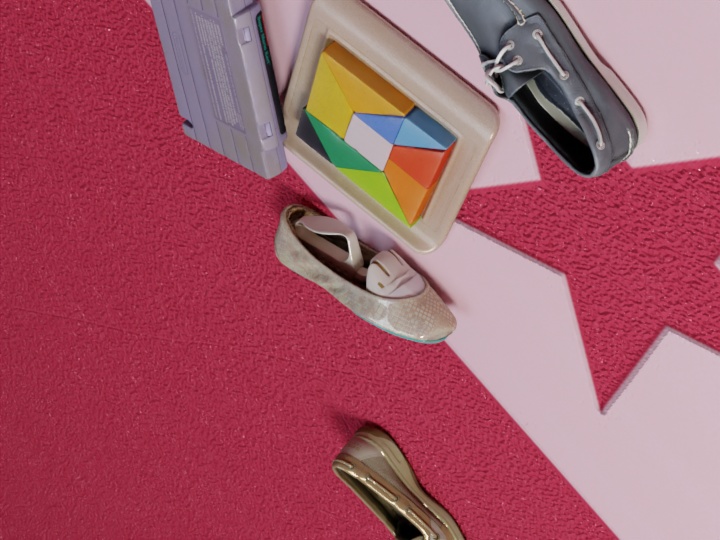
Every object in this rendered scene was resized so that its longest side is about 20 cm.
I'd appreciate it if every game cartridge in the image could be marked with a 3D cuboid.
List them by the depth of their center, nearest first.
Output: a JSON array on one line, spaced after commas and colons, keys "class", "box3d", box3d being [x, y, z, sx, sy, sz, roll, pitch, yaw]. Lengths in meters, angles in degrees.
[{"class": "game cartridge", "box3d": [-0.124, -0.184, 1.513, 0.129, 0.038, 0.200, 26, 141, 37]}]

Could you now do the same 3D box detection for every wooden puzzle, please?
[{"class": "wooden puzzle", "box3d": [0.013, -0.116, 1.453, 0.185, 0.037, 0.200, 39, 147, 10]}]

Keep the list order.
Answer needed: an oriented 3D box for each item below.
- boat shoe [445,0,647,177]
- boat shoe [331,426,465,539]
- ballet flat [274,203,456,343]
[{"class": "boat shoe", "box3d": [0.123, -0.150, 1.268, 0.200, 0.062, 0.073, 47, 148, -3]}, {"class": "boat shoe", "box3d": [0.043, 0.255, 1.808, 0.073, 0.063, 0.201, -7, 121, 51]}, {"class": "ballet flat", "box3d": [0.000, 0.000, 1.574, 0.200, 0.067, 0.063, 27, 134, 26]}]
